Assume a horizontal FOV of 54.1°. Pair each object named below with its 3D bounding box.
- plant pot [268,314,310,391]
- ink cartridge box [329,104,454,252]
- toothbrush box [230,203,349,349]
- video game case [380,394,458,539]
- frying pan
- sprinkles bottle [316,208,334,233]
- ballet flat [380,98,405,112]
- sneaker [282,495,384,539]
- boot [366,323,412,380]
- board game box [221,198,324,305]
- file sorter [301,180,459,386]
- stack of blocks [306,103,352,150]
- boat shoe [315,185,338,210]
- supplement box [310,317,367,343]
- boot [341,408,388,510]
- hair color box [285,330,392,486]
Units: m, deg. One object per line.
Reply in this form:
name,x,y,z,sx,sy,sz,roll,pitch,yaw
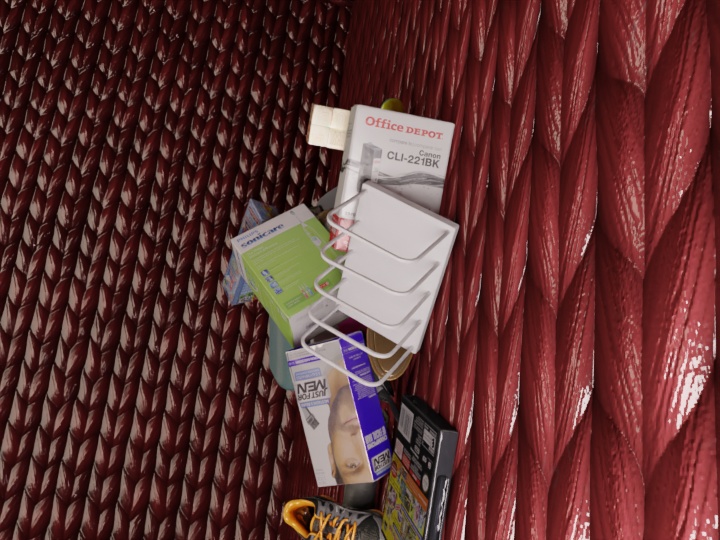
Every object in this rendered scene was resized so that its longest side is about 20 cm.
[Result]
plant pot,-0.077,0.140,1.379,0.200,0.192,0.200,-125,36,-71
ink cartridge box,0.042,-0.123,1.003,0.084,0.141,0.205,-127,46,-78
toothbrush box,-0.100,0.004,1.148,0.200,0.144,0.087,48,156,34
video game case,0.066,0.256,0.832,0.200,0.025,0.185,-174,93,-82
frying pan,0.033,0.175,1.066,0.192,0.031,0.115,66,-174,30
sprinkles bottle,-0.012,-0.063,1.154,0.199,0.067,0.070,15,96,64
ballet flat,0.059,-0.227,1.356,0.067,0.065,0.203,-120,31,-44
sneaker,-0.032,0.367,0.992,0.198,0.077,0.080,-2,70,45
boot,0.042,0.094,1.081,0.156,0.072,0.204,98,177,-60
board game box,-0.153,-0.047,1.307,0.062,0.197,0.202,55,148,35
file sorter,0.016,0.020,0.896,0.124,0.137,0.203,-37,-32,-51
stack of blocks,0.017,-0.210,1.086,0.115,0.196,0.060,-118,37,-75
boat shoe,0.005,-0.149,1.350,0.198,0.056,0.070,-27,49,22
supplement box,-0.054,0.052,1.249,0.202,0.099,0.105,-109,13,-50
boot,0.006,0.330,1.085,0.182,0.071,0.204,-119,45,-75
hair color box,-0.030,0.201,1.018,0.108,0.064,0.204,-17,88,36
